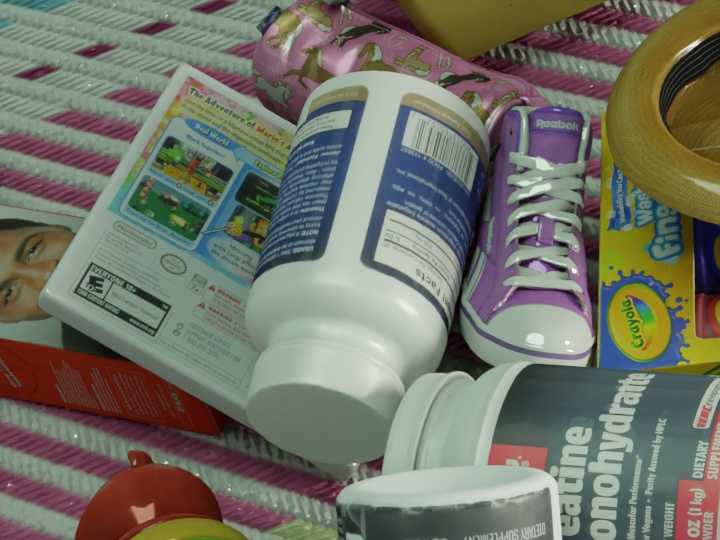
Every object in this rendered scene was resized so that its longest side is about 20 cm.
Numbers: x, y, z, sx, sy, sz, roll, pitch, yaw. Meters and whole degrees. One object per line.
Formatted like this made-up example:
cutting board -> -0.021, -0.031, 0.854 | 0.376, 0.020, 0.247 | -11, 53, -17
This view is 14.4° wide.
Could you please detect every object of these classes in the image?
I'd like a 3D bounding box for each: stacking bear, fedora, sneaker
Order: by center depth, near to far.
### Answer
stacking bear -> -0.094, 0.177, 1.484 | 0.114, 0.122, 0.200 | -26, 38, -2
fedora -> 0.230, -0.070, 1.506 | 0.200, 0.082, 0.201 | -6, 46, 6
sneaker -> 0.095, -0.026, 1.553 | 0.072, 0.115, 0.201 | 6, 28, -6

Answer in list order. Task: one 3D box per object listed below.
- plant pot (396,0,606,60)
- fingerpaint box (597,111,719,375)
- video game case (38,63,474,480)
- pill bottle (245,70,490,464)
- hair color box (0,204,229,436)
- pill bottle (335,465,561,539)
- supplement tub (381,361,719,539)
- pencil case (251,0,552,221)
plant pot -> 0.073, -0.250, 1.754 | 0.200, 0.177, 0.200 | -23, 34, -2
fingerpaint box -> 0.217, -0.007, 1.561 | 0.166, 0.073, 0.200 | -6, 47, 14
video game case -> -0.055, -0.002, 1.616 | 0.200, 0.024, 0.182 | 30, 57, -2
pill bottle -> 0.000, 0.000, 1.554 | 0.111, 0.111, 0.200 | 1, 55, 21
hair color box -> -0.155, 0.027, 1.674 | 0.200, 0.061, 0.102 | 8, 52, 27
pill bottle -> 0.048, 0.197, 1.336 | 0.106, 0.201, 0.106 | -5, 4, 0
supplement tub -> 0.123, 0.119, 1.431 | 0.199, 0.141, 0.141 | 3, 50, 22
pencil case -> 0.026, -0.101, 1.710 | 0.200, 0.087, 0.083 | 30, 55, 35
